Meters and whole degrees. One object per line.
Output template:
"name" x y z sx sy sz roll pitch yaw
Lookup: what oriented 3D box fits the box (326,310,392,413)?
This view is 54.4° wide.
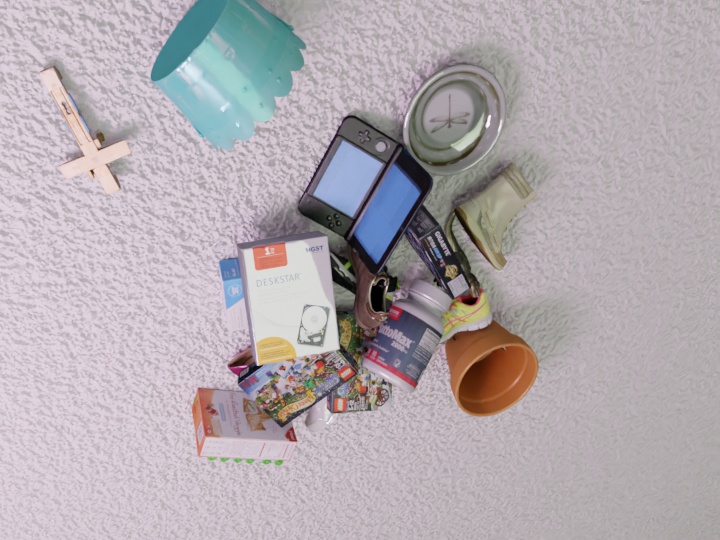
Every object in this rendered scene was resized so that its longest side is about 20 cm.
"box" 0.001 0.186 1.440 0.133 0.038 0.206 0 96 -22

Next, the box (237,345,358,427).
"box" -0.120 0.200 1.360 0.198 0.038 0.137 -36 115 12

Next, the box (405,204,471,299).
"box" 0.114 -0.062 1.263 0.045 0.201 0.160 -32 128 1

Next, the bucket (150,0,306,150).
"bucket" -0.191 -0.293 0.991 0.207 0.209 0.134 -43 125 12

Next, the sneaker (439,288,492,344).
"sneaker" 0.185 0.089 1.483 0.195 0.078 0.092 -18 120 -16

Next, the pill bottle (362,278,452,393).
"pill bottle" 0.098 0.126 1.388 0.119 0.119 0.203 35 80 -36

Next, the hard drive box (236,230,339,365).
"hard drive box" -0.126 0.046 1.226 0.152 0.077 0.206 -10 102 -14

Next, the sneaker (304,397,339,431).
"sneaker" -0.074 0.250 1.497 0.098 0.078 0.202 29 101 -27

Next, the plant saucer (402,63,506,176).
"plant saucer" 0.159 -0.269 1.234 0.195 0.051 0.204 -11 127 -15

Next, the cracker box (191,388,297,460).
"cracker box" -0.237 0.314 1.429 0.195 0.135 0.059 11 119 -28

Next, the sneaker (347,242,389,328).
"sneaker" 0.026 0.001 1.285 0.069 0.206 0.075 4 166 -38

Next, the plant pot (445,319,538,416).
"plant pot" 0.273 0.196 1.542 0.195 0.141 0.204 -10 127 -14

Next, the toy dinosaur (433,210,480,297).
"toy dinosaur" 0.184 -0.017 1.418 0.087 0.047 0.203 -34 123 -14

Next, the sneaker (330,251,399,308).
"sneaker" 0.000 0.000 1.362 0.199 0.071 0.084 36 74 -36

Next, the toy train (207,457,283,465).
"toy train" -0.249 0.391 1.540 0.196 0.042 0.058 14 108 -28

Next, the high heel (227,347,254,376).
"high heel" -0.174 0.145 1.382 0.199 0.068 0.095 -40 139 25

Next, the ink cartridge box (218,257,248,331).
"ink cartridge box" -0.159 0.032 1.307 0.194 0.067 0.118 -10 125 -14

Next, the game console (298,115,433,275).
"game console" 0.003 -0.129 1.201 0.168 0.119 0.202 27 112 -14

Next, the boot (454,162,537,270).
"boot" 0.285 -0.102 1.387 0.154 0.072 0.200 -40 133 2

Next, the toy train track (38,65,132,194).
"toy train track" -0.421 -0.212 1.064 0.112 0.033 0.203 -19 122 2
